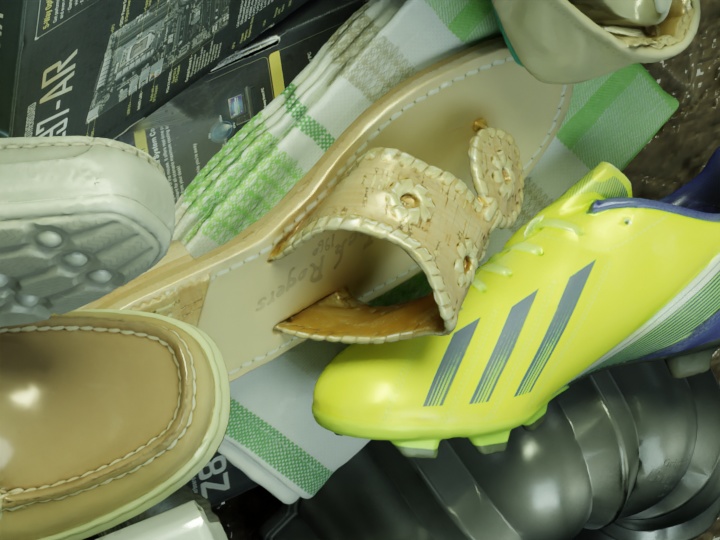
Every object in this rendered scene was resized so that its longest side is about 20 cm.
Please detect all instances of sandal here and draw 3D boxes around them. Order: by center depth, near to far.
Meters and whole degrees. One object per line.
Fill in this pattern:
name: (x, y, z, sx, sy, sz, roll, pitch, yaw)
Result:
sandal: (0.001, 0.004, 0.918, 0.211, 0.070, 0.078, -30, 137, -18)

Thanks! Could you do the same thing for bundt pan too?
bundt pan: (0.063, 0.095, 1.111, 0.201, 0.076, 0.202, -27, 155, -14)

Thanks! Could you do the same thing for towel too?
towel: (0.006, -0.022, 0.978, 0.200, 0.031, 0.149, -47, 140, 2)

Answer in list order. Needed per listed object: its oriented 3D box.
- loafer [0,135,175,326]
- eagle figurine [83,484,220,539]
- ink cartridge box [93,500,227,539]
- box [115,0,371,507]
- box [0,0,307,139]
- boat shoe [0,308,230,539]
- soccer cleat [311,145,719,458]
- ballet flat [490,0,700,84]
loafer: (-0.138, -0.022, 0.817, 0.070, 0.199, 0.070, 44, 50, -51)
eagle figurine: (-0.058, 0.130, 0.967, 0.199, 0.152, 0.151, 7, 130, -25)
ink cartridge box: (-0.109, 0.169, 0.834, 0.199, 0.146, 0.083, -22, 177, -5)
box: (-0.015, -0.022, 1.013, 0.161, 0.049, 0.201, -27, 137, -20)
box: (-0.054, -0.126, 0.824, 0.160, 0.043, 0.200, -39, 159, -32)
boat shoe: (-0.139, 0.050, 0.854, 0.199, 0.074, 0.066, -12, 165, 9)
soccer cleat: (0.064, 0.007, 0.989, 0.199, 0.065, 0.084, -17, 114, -31)
ballet flat: (0.056, -0.117, 0.854, 0.069, 0.070, 0.200, -43, 147, 0)
